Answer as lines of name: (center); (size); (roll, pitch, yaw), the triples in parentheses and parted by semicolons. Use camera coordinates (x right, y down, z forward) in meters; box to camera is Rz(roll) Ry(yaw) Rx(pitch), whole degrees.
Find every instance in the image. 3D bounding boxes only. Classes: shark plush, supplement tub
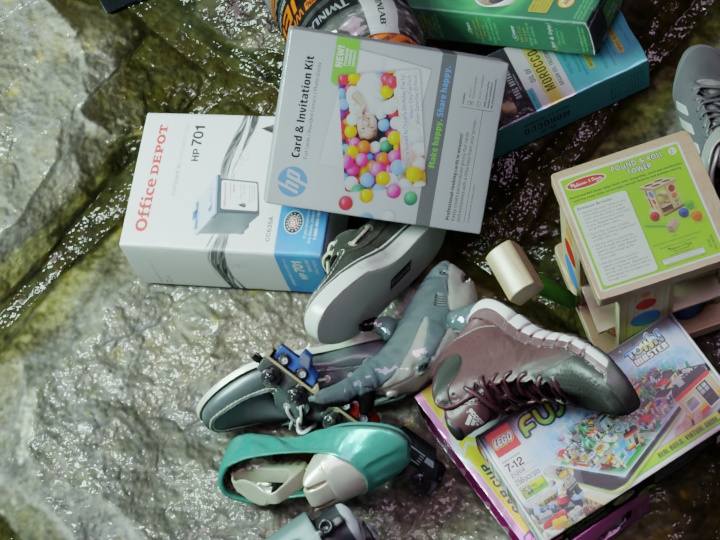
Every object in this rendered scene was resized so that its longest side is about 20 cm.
shark plush: (0.033, 0.071, 1.502); (0.199, 0.091, 0.083); (-39, 71, -18)
supplement tub: (-0.013, -0.235, 1.629); (0.121, 0.123, 0.201); (-26, 48, -1)

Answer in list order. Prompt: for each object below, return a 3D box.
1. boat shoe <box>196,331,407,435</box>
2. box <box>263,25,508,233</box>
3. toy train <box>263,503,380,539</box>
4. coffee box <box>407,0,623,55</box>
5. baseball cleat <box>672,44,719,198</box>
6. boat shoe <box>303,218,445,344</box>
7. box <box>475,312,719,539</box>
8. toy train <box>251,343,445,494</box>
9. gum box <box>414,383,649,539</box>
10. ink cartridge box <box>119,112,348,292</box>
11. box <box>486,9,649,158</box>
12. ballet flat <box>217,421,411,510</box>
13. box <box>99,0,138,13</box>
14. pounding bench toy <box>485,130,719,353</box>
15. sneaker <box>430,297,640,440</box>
boat shoe: (-0.049, 0.112, 1.529); (0.198, 0.073, 0.062); (-18, 59, -2)
box: (0.022, -0.125, 1.524); (0.197, 0.041, 0.158); (9, 100, -6)
toy train: (-0.073, 0.270, 1.437); (0.199, 0.114, 0.086); (-33, 64, -4)
coffee box: (0.155, -0.269, 1.637); (0.198, 0.044, 0.124); (9, 54, 31)
baseball cleat: (0.327, -0.127, 1.538); (0.069, 0.107, 0.202); (-2, 69, -4)
boat shoe: (0.000, 0.000, 1.539); (0.063, 0.071, 0.200); (27, 39, 22)
box: (0.206, 0.134, 1.410); (0.199, 0.035, 0.111); (-32, 64, -6)
toy train: (-0.009, 0.124, 1.491); (0.199, 0.034, 0.046); (36, 93, -3)
gum box: (0.150, 0.161, 1.465); (0.113, 0.066, 0.201); (-35, 64, -6)
ink cartridge box: (-0.113, -0.065, 1.617); (0.197, 0.086, 0.148); (3, 66, 12)
box: (0.169, -0.177, 1.626); (0.198, 0.049, 0.083); (-25, 63, 0)
ballet flat: (-0.044, 0.176, 1.470); (0.198, 0.068, 0.071); (-8, 38, 37)
box: (-0.212, -0.406, 1.774); (0.196, 0.123, 0.202); (-20, 63, 4)
pounding bench toy: (0.209, -0.001, 1.472); (0.198, 0.156, 0.125); (-18, 62, -2)
sneaker: (0.130, 0.103, 1.380); (0.116, 0.076, 0.199); (-45, 34, -14)
